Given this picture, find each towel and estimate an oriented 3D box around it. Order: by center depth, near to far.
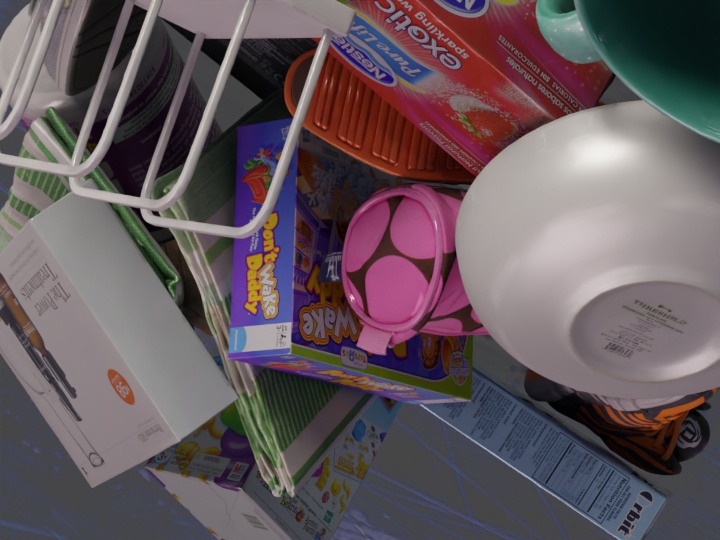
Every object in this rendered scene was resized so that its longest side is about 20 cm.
[{"bbox_3d":[-0.048,0.012,1.143,0.023,0.153,0.201,-10,110,32],"label":"towel"},{"bbox_3d":[-0.176,-0.003,1.228,0.153,0.023,0.200,51,152,6],"label":"towel"}]

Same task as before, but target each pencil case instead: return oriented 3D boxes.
[{"bbox_3d":[0.075,0.002,1.110,0.090,0.095,0.199,8,-177,44],"label":"pencil case"}]

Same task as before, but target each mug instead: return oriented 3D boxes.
[{"bbox_3d":[0.167,-0.142,0.819,0.184,0.115,0.152,22,154,20],"label":"mug"}]

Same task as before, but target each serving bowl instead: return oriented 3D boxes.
[{"bbox_3d":[0.146,0.006,0.975,0.198,0.066,0.201,2,142,2],"label":"serving bowl"}]

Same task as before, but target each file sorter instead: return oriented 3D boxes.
[{"bbox_3d":[-0.133,-0.105,0.922,0.199,0.126,0.138,22,173,-35],"label":"file sorter"}]

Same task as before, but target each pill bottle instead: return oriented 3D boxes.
[{"bbox_3d":[-0.152,-0.089,1.279,0.112,0.113,0.201,15,151,31],"label":"pill bottle"}]

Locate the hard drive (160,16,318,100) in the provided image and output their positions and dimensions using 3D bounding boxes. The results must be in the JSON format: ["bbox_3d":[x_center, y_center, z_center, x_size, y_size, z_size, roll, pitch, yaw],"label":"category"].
[{"bbox_3d":[-0.035,-0.158,1.114,0.139,0.033,0.200,38,154,-16],"label":"hard drive"}]

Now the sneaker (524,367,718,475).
[{"bbox_3d":[0.200,0.080,1.261,0.112,0.078,0.200,35,166,-18],"label":"sneaker"}]

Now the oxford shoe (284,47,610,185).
[{"bbox_3d":[0.052,-0.077,1.085,0.198,0.072,0.073,16,175,-3],"label":"oxford shoe"}]

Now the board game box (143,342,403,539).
[{"bbox_3d":[-0.047,0.092,1.390,0.102,0.201,0.105,7,147,42],"label":"board game box"}]

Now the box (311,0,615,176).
[{"bbox_3d":[0.034,-0.150,0.976,0.200,0.096,0.100,39,155,-17],"label":"box"}]

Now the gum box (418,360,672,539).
[{"bbox_3d":[0.120,0.117,1.334,0.199,0.045,0.170,34,-179,12],"label":"gum box"}]

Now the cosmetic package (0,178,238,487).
[{"bbox_3d":[-0.162,0.045,1.163,0.151,0.052,0.200,54,154,-2],"label":"cosmetic package"}]

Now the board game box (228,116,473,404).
[{"bbox_3d":[0.000,0.000,1.151,0.044,0.136,0.199,-6,167,33],"label":"board game box"}]

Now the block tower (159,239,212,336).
[{"bbox_3d":[-0.062,-0.004,1.275,0.199,0.058,0.054,-20,153,17],"label":"block tower"}]

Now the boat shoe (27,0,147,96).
[{"bbox_3d":[-0.154,-0.191,1.103,0.065,0.074,0.203,36,138,21],"label":"boat shoe"}]
